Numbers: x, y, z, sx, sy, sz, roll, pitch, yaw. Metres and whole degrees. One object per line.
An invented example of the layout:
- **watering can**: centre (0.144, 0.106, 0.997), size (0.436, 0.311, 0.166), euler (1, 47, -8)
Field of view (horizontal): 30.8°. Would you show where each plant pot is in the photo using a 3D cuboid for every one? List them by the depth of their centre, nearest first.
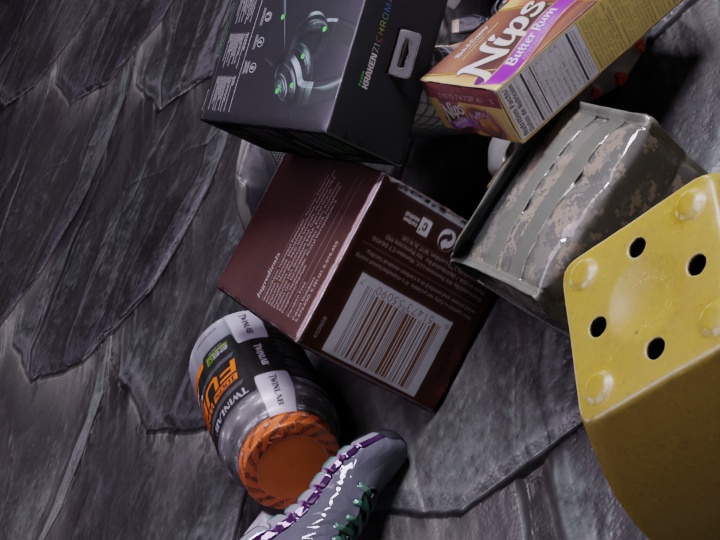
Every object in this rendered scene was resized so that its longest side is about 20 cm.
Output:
- **plant pot**: centre (0.229, 0.055, 0.777), size (0.195, 0.199, 0.196), euler (-38, 37, 36)

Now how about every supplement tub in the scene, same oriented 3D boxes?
- **supplement tub**: centre (-0.092, 0.135, 1.282), size (0.123, 0.122, 0.200), euler (-54, 30, 11)

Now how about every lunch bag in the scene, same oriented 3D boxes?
- **lunch bag**: centre (0.161, -0.047, 1.049), size (0.165, 0.117, 0.200), euler (-55, 27, -2)

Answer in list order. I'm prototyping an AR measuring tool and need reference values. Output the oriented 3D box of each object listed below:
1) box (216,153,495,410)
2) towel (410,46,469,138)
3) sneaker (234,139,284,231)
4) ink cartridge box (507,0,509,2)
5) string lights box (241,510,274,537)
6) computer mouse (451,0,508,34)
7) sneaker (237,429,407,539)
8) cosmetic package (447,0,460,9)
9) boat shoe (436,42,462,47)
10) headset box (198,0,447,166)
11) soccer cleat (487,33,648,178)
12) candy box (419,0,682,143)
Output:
- **box**: centre (0.000, 0.000, 1.209), size (0.166, 0.165, 0.200), euler (-62, 30, 0)
- **towel**: centre (0.030, -0.172, 1.254), size (0.199, 0.164, 0.087), euler (0, 93, 46)
- **sneaker**: centre (-0.068, -0.117, 1.372), size (0.113, 0.076, 0.202), euler (5, 86, 29)
- **ink cartridge box**: centre (0.199, -0.346, 1.276), size (0.175, 0.045, 0.201), euler (-31, 39, 19)
- **string lights box**: centre (-0.069, 0.318, 1.155), size (0.103, 0.059, 0.200), euler (-53, 31, 10)
- **computer mouse**: centre (0.129, -0.303, 1.385), size (0.199, 0.046, 0.141), euler (17, 72, 50)
- **sneaker**: centre (-0.019, 0.226, 1.123), size (0.200, 0.075, 0.087), euler (-40, 47, -16)
- **cosmetic package**: centre (0.121, -0.391, 1.347), size (0.200, 0.051, 0.152), euler (-51, 30, 25)
- **boat shoe**: centre (0.069, -0.199, 1.370), size (0.199, 0.065, 0.073), euler (-16, 52, 51)
- **headset box**: centre (-0.028, -0.192, 1.129), size (0.199, 0.092, 0.176), euler (11, 83, 49)
- **soccer cleat**: centre (0.178, -0.163, 1.175), size (0.201, 0.069, 0.078), euler (-52, 26, 20)
- **candy box**: centre (0.157, -0.190, 1.067), size (0.200, 0.057, 0.116), euler (-40, 27, -15)
